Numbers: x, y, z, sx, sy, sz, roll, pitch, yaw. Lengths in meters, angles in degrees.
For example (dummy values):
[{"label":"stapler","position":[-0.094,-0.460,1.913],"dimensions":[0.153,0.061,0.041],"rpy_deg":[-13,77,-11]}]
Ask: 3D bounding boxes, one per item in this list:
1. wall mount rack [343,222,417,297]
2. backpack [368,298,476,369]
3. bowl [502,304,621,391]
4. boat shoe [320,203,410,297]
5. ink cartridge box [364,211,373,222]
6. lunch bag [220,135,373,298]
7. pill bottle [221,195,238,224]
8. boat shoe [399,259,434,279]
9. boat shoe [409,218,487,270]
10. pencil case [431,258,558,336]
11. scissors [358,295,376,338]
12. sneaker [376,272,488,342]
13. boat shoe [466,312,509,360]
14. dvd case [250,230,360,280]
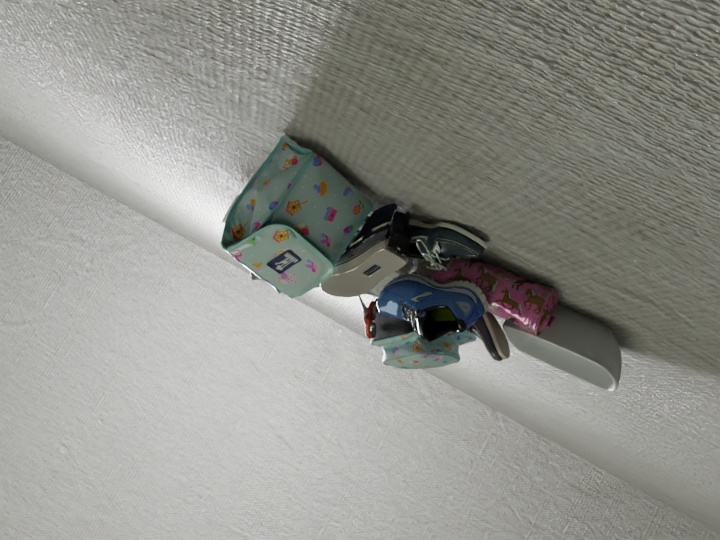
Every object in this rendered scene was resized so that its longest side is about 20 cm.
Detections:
[{"label":"wall mount rack","position":[0.000,0.000,1.396],"dimensions":[0.198,0.075,0.173],"rpy_deg":[24,133,-36]},{"label":"backpack","position":[0.136,0.118,1.604],"dimensions":[0.198,0.156,0.175],"rpy_deg":[-1,165,-35]},{"label":"bowl","position":[0.347,0.119,1.335],"dimensions":[0.198,0.075,0.200],"rpy_deg":[24,169,26]},{"label":"boat shoe","position":[0.011,-0.030,1.268],"dimensions":[0.074,0.094,0.199],"rpy_deg":[29,143,-29]},{"label":"ink cartridge box","position":[-0.022,-0.083,1.439],"dimensions":[0.144,0.048,0.200],"rpy_deg":[30,147,-13]},{"label":"lunch bag","position":[-0.102,-0.072,1.220],"dimensions":[0.121,0.201,0.170],"rpy_deg":[29,174,45]},{"label":"pill bottle","position":[-0.201,-0.084,1.746],"dimensions":[0.198,0.112,0.111],"rpy_deg":[30,171,-13]},{"label":"boat shoe","position":[0.151,0.035,1.464],"dimensions":[0.198,0.075,0.073],"rpy_deg":[31,172,-3]},{"label":"boat shoe","position":[0.112,-0.038,1.225],"dimensions":[0.075,0.062,0.199],"rpy_deg":[40,165,-37]},{"label":"pencil case","position":[0.211,0.033,1.257],"dimensions":[0.198,0.084,0.086],"rpy_deg":[23,-160,26]},{"label":"scissors","position":[0.011,0.085,1.490],"dimensions":[0.014,0.075,0.200],"rpy_deg":[5,172,10]},{"label":"sneaker","position":[0.098,0.059,1.249],"dimensions":[0.198,0.089,0.079],"rpy_deg":[1,126,43]},{"label":"boat shoe","position":[0.190,0.083,1.335],"dimensions":[0.073,0.062,0.201],"rpy_deg":[44,-162,-41]},{"label":"dvd case","position":[-0.097,-0.032,1.419],"dimensions":[0.196,0.025,0.151],"rpy_deg":[-3,152,-9]}]
